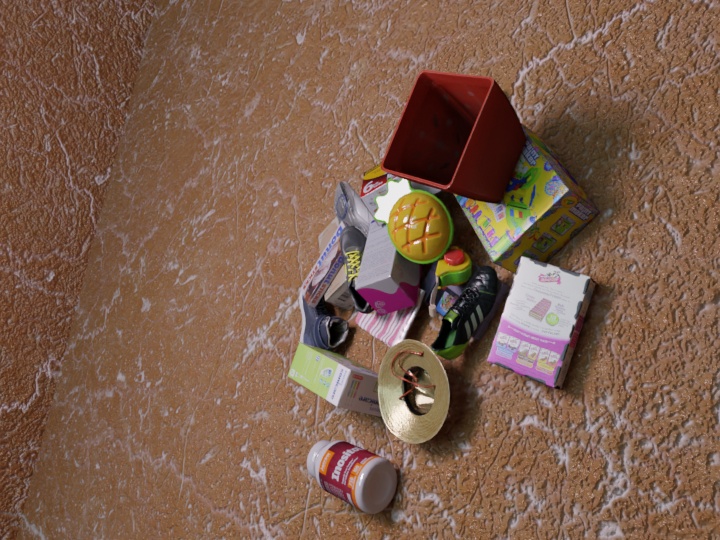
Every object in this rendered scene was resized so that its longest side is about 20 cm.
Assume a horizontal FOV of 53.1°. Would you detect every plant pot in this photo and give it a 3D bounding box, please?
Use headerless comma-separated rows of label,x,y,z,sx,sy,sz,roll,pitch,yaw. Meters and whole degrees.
plant pot,0.189,-0.229,1.336,0.198,0.174,0.204,25,91,50

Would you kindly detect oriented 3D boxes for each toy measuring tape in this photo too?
toy measuring tape,0.183,0.018,1.430,0.073,0.074,0.202,-31,24,35

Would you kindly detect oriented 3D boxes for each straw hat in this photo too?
straw hat,0.128,0.243,1.462,0.198,0.084,0.207,-7,79,42

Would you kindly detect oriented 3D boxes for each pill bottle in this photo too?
pill bottle,-0.024,0.431,1.536,0.197,0.112,0.116,7,79,48

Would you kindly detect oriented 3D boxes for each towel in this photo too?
towel,0.062,0.084,1.621,0.199,0.029,0.149,28,97,59

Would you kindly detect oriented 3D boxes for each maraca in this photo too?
maraca,0.107,-0.104,1.481,0.138,0.106,0.200,-49,66,14

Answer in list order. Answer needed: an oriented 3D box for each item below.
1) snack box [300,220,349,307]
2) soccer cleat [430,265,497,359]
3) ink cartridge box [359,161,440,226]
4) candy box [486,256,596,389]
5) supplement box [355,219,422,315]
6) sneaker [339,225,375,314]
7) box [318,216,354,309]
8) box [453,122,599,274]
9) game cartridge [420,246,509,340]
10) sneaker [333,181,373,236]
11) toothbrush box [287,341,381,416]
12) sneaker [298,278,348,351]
snack box,-0.076,-0.013,1.693,0.202,0.024,0.072,-57,34,19
soccer cleat,0.204,0.082,1.405,0.067,0.080,0.204,33,100,40
ink cartridge box,0.104,-0.216,1.599,0.197,0.084,0.177,-28,26,20
candy box,0.326,0.093,1.300,0.134,0.061,0.205,19,90,31
supplement box,0.070,-0.020,1.568,0.102,0.101,0.203,-20,39,33
sneaker,0.000,0.000,1.595,0.073,0.085,0.205,-17,92,12
box,-0.041,-0.020,1.742,0.095,0.077,0.203,-44,40,34
box,0.312,-0.133,1.385,0.193,0.120,0.203,-45,46,25
game cartridge,0.208,0.043,1.499,0.199,0.038,0.131,39,100,48
sneaker,0.000,-0.130,1.735,0.203,0.086,0.075,62,142,21
toothbrush box,-0.046,0.243,1.611,0.198,0.144,0.088,21,89,50
sneaker,-0.087,0.102,1.752,0.145,0.075,0.208,-25,61,51
